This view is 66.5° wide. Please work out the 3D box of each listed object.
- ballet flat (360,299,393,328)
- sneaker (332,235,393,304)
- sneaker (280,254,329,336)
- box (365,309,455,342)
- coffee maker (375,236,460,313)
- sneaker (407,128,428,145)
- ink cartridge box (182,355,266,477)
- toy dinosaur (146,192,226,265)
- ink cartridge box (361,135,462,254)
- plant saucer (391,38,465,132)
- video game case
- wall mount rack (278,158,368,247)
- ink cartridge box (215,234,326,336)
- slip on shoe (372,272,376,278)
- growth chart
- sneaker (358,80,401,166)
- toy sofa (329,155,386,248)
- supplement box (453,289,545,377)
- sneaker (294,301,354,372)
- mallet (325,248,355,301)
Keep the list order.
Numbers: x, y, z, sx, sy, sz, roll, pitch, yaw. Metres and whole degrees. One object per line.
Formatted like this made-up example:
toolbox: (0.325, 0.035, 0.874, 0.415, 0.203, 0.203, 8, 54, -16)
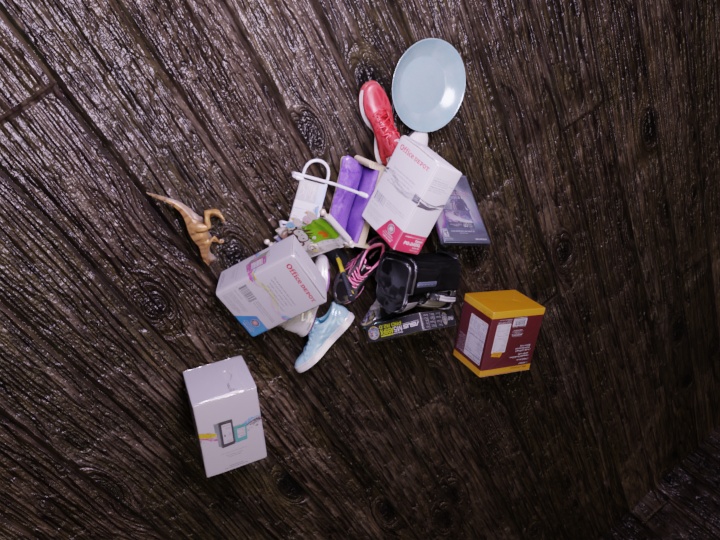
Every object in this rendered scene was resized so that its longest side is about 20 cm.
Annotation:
ballet flat: (0.079, 0.086, 1.437, 0.198, 0.072, 0.073, -21, 120, -19)
sneaker: (0.000, 0.000, 1.314, 0.079, 0.095, 0.201, 38, 97, -3)
sneaker: (-0.134, 0.054, 1.294, 0.098, 0.075, 0.203, 20, 94, -16)
box: (0.129, 0.139, 1.383, 0.199, 0.158, 0.045, 2, 74, -58)
coffee maker: (0.136, 0.001, 1.308, 0.198, 0.133, 0.196, 1, 82, -48)
sneaker: (0.128, -0.232, 1.290, 0.067, 0.108, 0.203, 21, 100, -33)
ink cartridge box: (-0.315, 0.333, 1.275, 0.144, 0.147, 0.203, -13, 116, -22)
toy dinosaur: (-0.336, -0.096, 1.131, 0.105, 0.060, 0.202, -32, 122, -11)
ink cartridge box: (0.106, -0.161, 1.168, 0.083, 0.146, 0.202, 10, 118, -39)
plant saucer: (0.150, -0.424, 1.262, 0.198, 0.039, 0.204, -11, 115, -24)
video game case: (0.230, -0.152, 1.347, 0.141, 0.203, 0.019, -1, 153, -28)
wall mount rack: (-0.085, -0.137, 1.225, 0.171, 0.075, 0.203, 12, 106, -18)
ink cartridge box: (-0.191, 0.035, 1.204, 0.198, 0.085, 0.145, -25, 123, 15)
slip on shoe: (0.094, -0.060, 1.374, 0.060, 0.076, 0.202, 25, 103, -16)
growth chart: (-0.116, -0.068, 1.205, 0.198, 0.018, 0.144, -21, 139, 34)
sneaker: (0.066, -0.316, 1.216, 0.078, 0.115, 0.202, -31, 122, -12)
toy sofa: (-0.010, -0.158, 1.264, 0.096, 0.083, 0.203, 8, 107, -31)
supplement box: (0.401, 0.179, 1.598, 0.194, 0.133, 0.203, -2, 112, -27)
sneaker: (-0.109, 0.160, 1.367, 0.082, 0.074, 0.200, 42, 89, -11)
mallet: (-0.045, -0.003, 1.246, 0.041, 0.201, 0.066, -32, 119, 7)
